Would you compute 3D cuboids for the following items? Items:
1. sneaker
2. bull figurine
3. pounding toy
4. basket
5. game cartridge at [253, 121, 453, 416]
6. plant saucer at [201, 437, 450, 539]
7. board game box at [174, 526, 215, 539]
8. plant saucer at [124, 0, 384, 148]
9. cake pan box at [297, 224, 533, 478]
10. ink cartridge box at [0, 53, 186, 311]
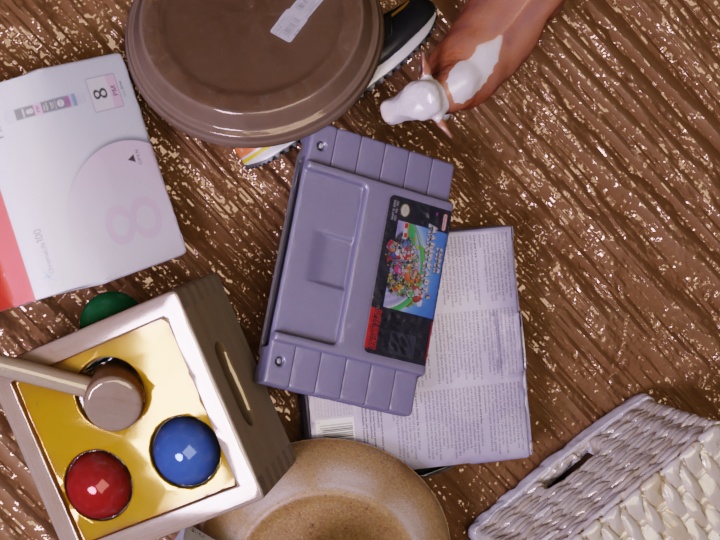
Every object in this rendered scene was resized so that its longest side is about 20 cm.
[{"bbox_3d":[-0.032,-0.169,1.068,0.200,0.070,0.090,-39,101,-7],"label":"sneaker"},{"bbox_3d":[0.091,-0.174,1.069,0.065,0.121,0.200,45,82,-8],"label":"bull figurine"},{"bbox_3d":[-0.180,0.095,0.981,0.183,0.142,0.201,-22,93,13],"label":"pounding toy"},{"bbox_3d":[0.231,0.237,1.085,0.198,0.161,0.200,-35,99,-11],"label":"basket"},{"bbox_3d":[0.000,0.000,1.032,0.129,0.038,0.201,14,79,-19],"label":"game cartridge"},{"bbox_3d":[-0.027,0.230,1.061,0.199,0.035,0.201,-1,105,-3],"label":"plant saucer"},{"bbox_3d":[-0.129,0.309,1.041,0.134,0.034,0.200,33,101,-10],"label":"board game box"},{"bbox_3d":[-0.081,-0.186,1.035,0.199,0.030,0.201,0,66,1],"label":"plant saucer"},{"bbox_3d":[0.039,0.068,1.097,0.183,0.052,0.201,-7,92,-10],"label":"cake pan box"},{"bbox_3d":[-0.239,-0.059,0.995,0.200,0.057,0.163,-22,96,-43],"label":"ink cartridge box"}]
